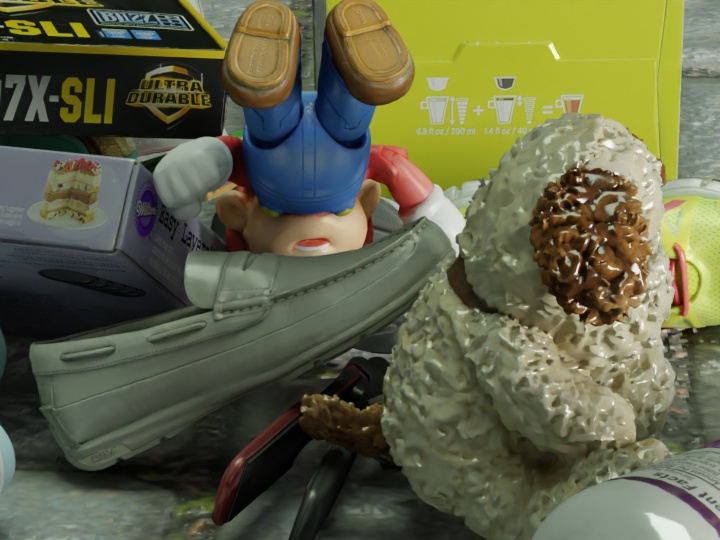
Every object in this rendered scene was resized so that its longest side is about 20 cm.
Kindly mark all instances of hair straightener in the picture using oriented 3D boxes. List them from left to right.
[{"bbox_3d":[0.003,0.083,1.301,0.077,0.041,0.200,25,18,12],"label":"hair straightener"}]

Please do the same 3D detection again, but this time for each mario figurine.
[{"bbox_3d":[-0.019,-0.031,1.329,0.123,0.200,0.106,27,61,15],"label":"mario figurine"}]

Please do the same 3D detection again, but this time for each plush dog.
[{"bbox_3d":[0.073,0.016,1.220,0.159,0.173,0.200,19,18,-3],"label":"plush dog"}]

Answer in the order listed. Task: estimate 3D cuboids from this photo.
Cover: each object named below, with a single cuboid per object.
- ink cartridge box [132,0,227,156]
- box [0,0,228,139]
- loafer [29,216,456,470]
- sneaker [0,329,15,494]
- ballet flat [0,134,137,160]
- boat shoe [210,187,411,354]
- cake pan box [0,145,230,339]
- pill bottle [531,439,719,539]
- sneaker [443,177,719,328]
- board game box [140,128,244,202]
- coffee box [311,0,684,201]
[{"bbox_3d":[-0.174,-0.083,1.567,0.199,0.045,0.177,-10,36,-4],"label":"ink cartridge box"},{"bbox_3d":[-0.175,-0.108,1.416,0.199,0.050,0.160,1,19,-16],"label":"box"},{"bbox_3d":[-0.054,0.020,1.295,0.199,0.070,0.070,-26,3,7],"label":"loafer"},{"bbox_3d":[-0.190,0.049,1.312,0.130,0.080,0.199,-18,27,-41],"label":"sneaker"},{"bbox_3d":[-0.201,-0.065,1.464,0.199,0.071,0.071,10,20,21],"label":"ballet flat"},{"bbox_3d":[0.000,0.000,1.475,0.067,0.074,0.200,35,-1,-35],"label":"boat shoe"},{"bbox_3d":[-0.167,-0.011,1.396,0.199,0.053,0.184,6,-17,20],"label":"cake pan box"},{"bbox_3d":[0.127,0.121,1.052,0.199,0.113,0.112,-16,24,-39],"label":"pill bottle"},{"bbox_3d":[0.122,0.005,1.479,0.199,0.079,0.090,0,26,16],"label":"sneaker"},{"bbox_3d":[-0.126,-0.039,1.547,0.199,0.030,0.095,-19,7,31],"label":"board game box"},{"bbox_3d":[0.073,-0.131,1.665,0.198,0.201,0.198,-1,19,-3],"label":"coffee box"}]
